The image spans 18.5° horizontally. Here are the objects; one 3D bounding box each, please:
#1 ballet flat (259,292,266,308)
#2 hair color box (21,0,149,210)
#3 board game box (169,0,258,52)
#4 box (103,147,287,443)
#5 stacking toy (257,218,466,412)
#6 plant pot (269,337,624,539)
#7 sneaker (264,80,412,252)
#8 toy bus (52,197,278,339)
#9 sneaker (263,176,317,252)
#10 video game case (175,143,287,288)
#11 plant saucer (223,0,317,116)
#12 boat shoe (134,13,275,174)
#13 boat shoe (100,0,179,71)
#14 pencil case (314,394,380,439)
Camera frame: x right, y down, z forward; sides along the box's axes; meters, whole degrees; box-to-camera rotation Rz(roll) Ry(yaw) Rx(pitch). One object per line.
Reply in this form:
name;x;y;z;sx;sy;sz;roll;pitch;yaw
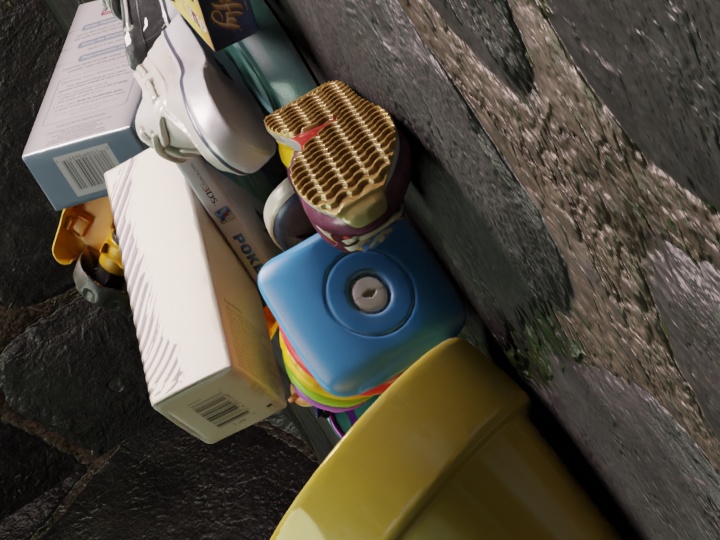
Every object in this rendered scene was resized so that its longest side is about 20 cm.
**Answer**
ballet flat;-0.075;-0.030;1.671;0.067;0.047;0.200;22;-150;-3
hair color box;-0.192;-0.143;1.754;0.201;0.098;0.061;-79;-32;-46
board game box;-0.135;-0.245;1.457;0.200;0.034;0.136;50;162;51
box;-0.116;0.012;1.537;0.082;0.068;0.201;42;-154;-52
stacking toy;-0.016;0.054;1.490;0.110;0.116;0.200;56;156;12
plant pot;0.069;0.178;1.395;0.189;0.201;0.201;41;170;12
sneaker;0.001;-0.048;1.313;0.090;0.075;0.200;61;-178;-23
toy bus;-0.128;-0.037;1.842;0.199;0.136;0.192;30;-148;3
sneaker;0.000;0.000;1.541;0.085;0.075;0.200;55;-177;34
video game case;-0.072;-0.062;1.619;0.183;0.022;0.200;57;-161;-25
plant saucer;-0.068;-0.142;1.557;0.201;0.027;0.200;57;174;10
boat shoe;-0.112;-0.102;1.447;0.071;0.070;0.200;41;-170;-31
boat shoe;-0.162;-0.211;1.625;0.074;0.068;0.200;69;-179;-46
pencil case;0.018;0.101;1.711;0.200;0.084;0.093;35;-118;-83
